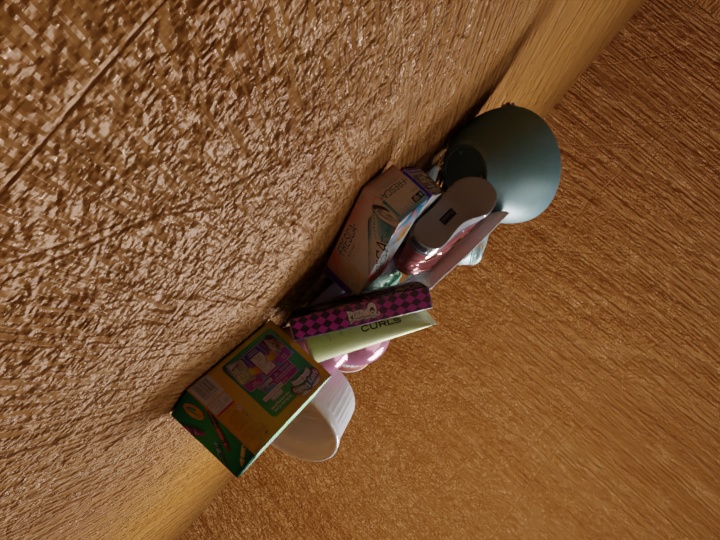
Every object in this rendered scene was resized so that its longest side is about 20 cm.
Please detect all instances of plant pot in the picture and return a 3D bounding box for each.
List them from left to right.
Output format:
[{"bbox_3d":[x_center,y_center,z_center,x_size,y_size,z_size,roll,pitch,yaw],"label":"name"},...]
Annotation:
[{"bbox_3d":[0.215,-0.171,1.347,0.134,0.201,0.200,-15,151,-43],"label":"plant pot"}]

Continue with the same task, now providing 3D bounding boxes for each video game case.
[{"bbox_3d":[-0.004,0.056,1.177,0.198,0.036,0.181,-13,-178,-3],"label":"video game case"},{"bbox_3d":[0.000,0.000,1.421,0.200,0.023,0.182,-44,174,16],"label":"video game case"}]

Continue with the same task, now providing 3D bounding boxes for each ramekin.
[{"bbox_3d":[-0.106,0.228,1.398,0.098,0.200,0.201,-53,178,-41],"label":"ramekin"}]

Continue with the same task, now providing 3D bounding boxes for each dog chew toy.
[{"bbox_3d":[-0.051,0.110,1.316,0.199,0.125,0.125,-18,162,-21],"label":"dog chew toy"}]

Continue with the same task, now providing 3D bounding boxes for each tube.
[{"bbox_3d":[0.012,0.090,1.245,0.198,0.058,0.052,-16,163,-11],"label":"tube"}]

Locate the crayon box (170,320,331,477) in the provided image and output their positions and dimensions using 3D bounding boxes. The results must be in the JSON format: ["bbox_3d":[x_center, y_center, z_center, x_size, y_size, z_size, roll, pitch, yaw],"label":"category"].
[{"bbox_3d":[-0.139,0.163,1.063,0.058,0.119,0.200,-52,173,36],"label":"crayon box"}]

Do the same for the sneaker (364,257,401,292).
[{"bbox_3d":[0.062,0.044,1.458,0.074,0.118,0.201,-37,172,-25],"label":"sneaker"}]

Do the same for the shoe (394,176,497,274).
[{"bbox_3d":[0.128,-0.069,1.238,0.200,0.072,0.091,-39,172,-37],"label":"shoe"}]

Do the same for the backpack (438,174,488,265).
[{"bbox_3d":[0.209,-0.113,1.641,0.167,0.126,0.202,12,93,-78],"label":"backpack"}]

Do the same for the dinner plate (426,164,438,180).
[{"bbox_3d":[0.085,-0.110,1.476,0.200,0.024,0.200,-48,175,-5],"label":"dinner plate"}]

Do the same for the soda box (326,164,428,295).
[{"bbox_3d":[0.018,-0.050,1.083,0.064,0.068,0.200,-41,169,-32],"label":"soda box"}]

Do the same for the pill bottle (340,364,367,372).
[{"bbox_3d":[-0.020,0.128,1.502,0.112,0.112,0.200,-47,172,-16],"label":"pill bottle"}]

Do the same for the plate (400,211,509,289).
[{"bbox_3d":[0.140,-0.020,1.349,0.200,0.032,0.200,-41,179,-22],"label":"plate"}]

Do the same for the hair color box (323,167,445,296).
[{"bbox_3d":[0.037,-0.061,1.224,0.200,0.065,0.109,-49,174,16],"label":"hair color box"}]

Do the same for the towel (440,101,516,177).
[{"bbox_3d":[0.236,-0.184,1.434,0.023,0.145,0.200,-13,159,-42],"label":"towel"}]
